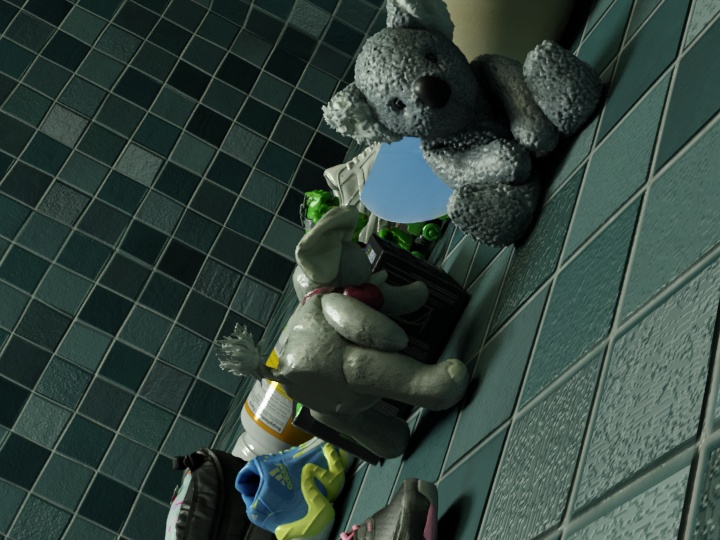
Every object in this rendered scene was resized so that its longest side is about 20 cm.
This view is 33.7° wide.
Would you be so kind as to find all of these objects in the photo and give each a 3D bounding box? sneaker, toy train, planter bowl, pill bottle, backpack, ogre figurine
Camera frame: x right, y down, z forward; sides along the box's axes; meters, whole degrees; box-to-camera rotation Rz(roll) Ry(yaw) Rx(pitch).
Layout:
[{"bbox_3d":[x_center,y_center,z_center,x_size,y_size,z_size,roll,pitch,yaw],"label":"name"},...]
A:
[{"bbox_3d":[-0.018,0.218,0.826,0.200,0.095,0.079,-59,5,18],"label":"sneaker"},{"bbox_3d":[-0.066,0.201,1.224,0.076,0.105,0.200,-59,8,26],"label":"sneaker"},{"bbox_3d":[0.048,-0.018,1.426,0.200,0.056,0.042,-60,7,23],"label":"toy train"},{"bbox_3d":[0.132,-0.263,1.272,0.200,0.199,0.135,-127,37,-83],"label":"planter bowl"},{"bbox_3d":[-0.079,0.161,1.461,0.200,0.111,0.111,-62,6,14],"label":"pill bottle"},{"bbox_3d":[-0.141,0.300,1.301,0.200,0.166,0.127,-80,-1,-60],"label":"backpack"},{"bbox_3d":[0.010,-0.120,1.459,0.078,0.099,0.201,141,152,-79],"label":"sneaker"},{"bbox_3d":[0.000,0.000,1.370,0.098,0.200,0.120,-41,-32,-51],"label":"ogre figurine"}]

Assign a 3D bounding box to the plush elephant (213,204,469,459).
[{"bbox_3d":[-0.008,0.044,1.008,0.165,0.199,0.155,113,175,-57],"label":"plush elephant"}]

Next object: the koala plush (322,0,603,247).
[{"bbox_3d":[0.079,-0.147,1.053,0.178,0.200,0.184,-62,6,12],"label":"koala plush"}]

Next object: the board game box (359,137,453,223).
[{"bbox_3d":[0.094,-0.126,1.367,0.158,0.039,0.200,3,59,34],"label":"board game box"}]

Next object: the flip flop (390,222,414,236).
[{"bbox_3d":[0.050,-0.079,1.608,0.058,0.081,0.200,-47,3,-17],"label":"flip flop"}]

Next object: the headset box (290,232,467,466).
[{"bbox_3d":[0.010,0.078,1.175,0.200,0.093,0.174,-63,6,6],"label":"headset box"}]
